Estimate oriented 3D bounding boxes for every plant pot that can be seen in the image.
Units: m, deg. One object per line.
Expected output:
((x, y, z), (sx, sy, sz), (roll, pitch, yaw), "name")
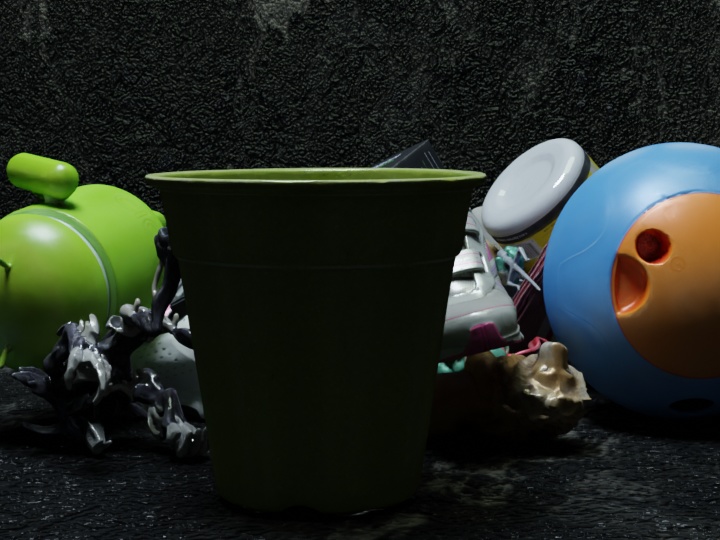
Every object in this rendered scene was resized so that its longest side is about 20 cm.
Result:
((-0.024, 0.038, 0.926), (0.198, 0.192, 0.200), (-1, 6, 0), "plant pot")

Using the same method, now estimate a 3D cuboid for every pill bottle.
((0.207, -0.014, 1.414), (0.200, 0.112, 0.112), (45, -15, -23), "pill bottle")

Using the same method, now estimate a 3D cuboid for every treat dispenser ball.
((0.234, 0.007, 1.159), (0.199, 0.203, 0.201), (0, 5, 0), "treat dispenser ball")

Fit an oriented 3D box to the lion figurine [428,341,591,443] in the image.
((0.053, 0.090, 1.088), (0.198, 0.073, 0.123), (-15, 26, -2), "lion figurine")

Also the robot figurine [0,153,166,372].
((-0.211, 0.005, 1.142), (0.115, 0.177, 0.200), (5, 16, 18), "robot figurine")

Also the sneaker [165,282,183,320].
((-0.158, -0.002, 1.316), (0.086, 0.081, 0.200), (21, 56, 25), "sneaker")

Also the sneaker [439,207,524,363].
((0.053, 0.003, 1.081), (0.081, 0.089, 0.200), (-14, 20, -10), "sneaker")

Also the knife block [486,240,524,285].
((0.095, 0.003, 1.410), (0.063, 0.202, 0.176), (-2, -24, -22), "knife block")

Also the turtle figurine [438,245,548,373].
((0.067, 0.051, 1.252), (0.149, 0.101, 0.200), (-28, 14, -19), "turtle figurine")

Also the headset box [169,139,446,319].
((-0.030, 0.002, 1.259), (0.174, 0.093, 0.200), (-25, 10, 43), "headset box")

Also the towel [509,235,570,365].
((0.209, 0.033, 1.324), (0.198, 0.145, 0.023), (1, 42, -32), "towel")

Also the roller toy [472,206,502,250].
((0.200, -0.011, 1.676), (0.181, 0.141, 0.200), (0, 5, -1), "roller toy")

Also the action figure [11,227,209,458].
((-0.148, 0.065, 1.037), (0.118, 0.200, 0.102), (25, 28, -36), "action figure")

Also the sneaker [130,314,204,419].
((-0.140, 0.069, 1.199), (0.198, 0.081, 0.074), (0, 7, 24), "sneaker")
